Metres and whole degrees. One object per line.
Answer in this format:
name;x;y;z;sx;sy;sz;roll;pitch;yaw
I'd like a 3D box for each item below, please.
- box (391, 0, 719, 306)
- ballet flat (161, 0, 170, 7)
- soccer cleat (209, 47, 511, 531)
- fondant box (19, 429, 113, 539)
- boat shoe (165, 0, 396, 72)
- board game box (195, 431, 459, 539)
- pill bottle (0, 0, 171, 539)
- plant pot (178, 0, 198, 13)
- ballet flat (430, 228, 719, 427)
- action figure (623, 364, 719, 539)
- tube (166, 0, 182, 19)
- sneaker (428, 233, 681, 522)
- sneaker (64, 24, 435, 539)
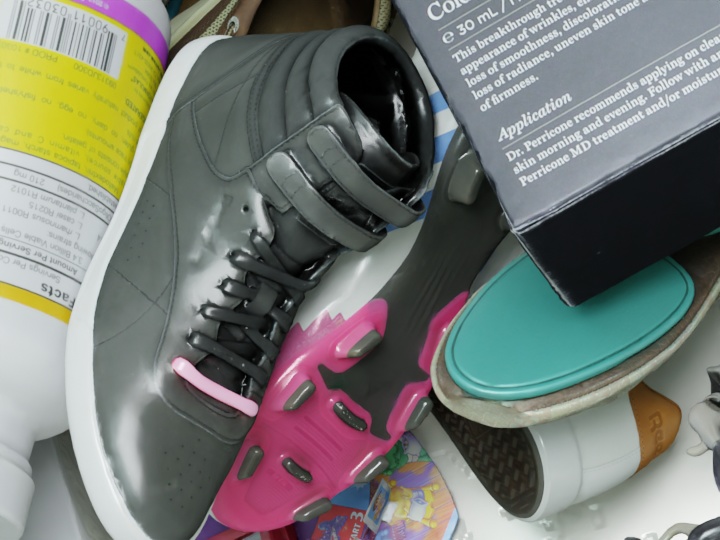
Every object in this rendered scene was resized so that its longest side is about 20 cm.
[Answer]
box;0.104;-0.121;0.965;0.200;0.104;0.182;-29;71;6
ballet flat;-0.076;-0.145;1.121;0.068;0.068;0.200;38;87;-12
soccer cleat;0.000;0.000;1.067;0.200;0.070;0.086;-54;44;2
fondant box;-0.198;0.099;1.146;0.200;0.058;0.144;-25;53;6
boat shoe;-0.008;-0.106;1.131;0.075;0.075;0.202;9;58;54
board game box;-0.062;0.124;1.130;0.158;0.039;0.200;20;81;19
pill bottle;-0.133;-0.010;1.037;0.104;0.104;0.200;4;68;16
plant pot;-0.093;-0.152;1.220;0.200;0.027;0.200;-4;75;14
ballet flat;0.104;0.004;1.059;0.200;0.062;0.067;-39;59;-25
action figure;0.162;0.055;1.049;0.102;0.119;0.200;34;92;24
tube;-0.094;-0.124;1.179;0.077;0.050;0.200;21;87;26
sneaker;0.048;0.006;1.130;0.085;0.073;0.200;-17;57;-27
sneaker;-0.033;-0.002;0.993;0.099;0.071;0.200;-14;53;41
